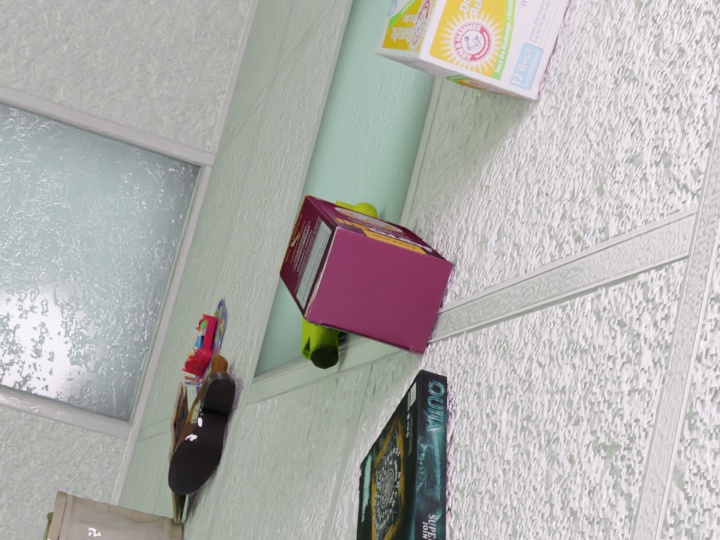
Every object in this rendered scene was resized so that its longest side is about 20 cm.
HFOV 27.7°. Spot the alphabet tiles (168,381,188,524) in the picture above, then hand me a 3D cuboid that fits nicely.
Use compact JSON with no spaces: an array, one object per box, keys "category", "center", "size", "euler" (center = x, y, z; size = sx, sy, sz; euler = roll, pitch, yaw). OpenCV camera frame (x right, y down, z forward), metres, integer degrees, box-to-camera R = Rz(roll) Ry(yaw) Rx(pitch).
[{"category":"alphabet tiles","center":[-0.275,0.279,2.227],"size":[0.167,0.006,0.201],"euler":[-86,-3,-56]}]

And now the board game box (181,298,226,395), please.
[{"category":"board game box","center":[-0.276,0.130,2.520],"size":[0.200,0.039,0.159],"euler":[-123,50,-74]}]

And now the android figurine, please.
[{"category":"android figurine","center":[-0.027,0.008,1.578],"size":[0.201,0.041,0.183],"euler":[-91,21,-53]}]

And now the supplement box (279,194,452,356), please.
[{"category":"supplement box","center":[0.000,0.000,1.306],"size":[0.200,0.110,0.086],"euler":[-133,61,-75]}]

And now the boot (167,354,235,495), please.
[{"category":"boot","center":[-0.242,0.227,2.183],"size":[0.200,0.068,0.190],"euler":[-152,76,-80]}]

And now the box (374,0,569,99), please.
[{"category":"box","center":[0.091,-0.212,1.209],"size":[0.200,0.101,0.113],"euler":[-137,65,-77]}]

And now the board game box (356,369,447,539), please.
[{"category":"board game box","center":[0.029,0.194,1.109],"size":[0.136,0.028,0.201],"euler":[119,162,-45]}]

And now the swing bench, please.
[{"category":"swing bench","center":[-0.391,0.428,2.262],"size":[0.200,0.197,0.131],"euler":[126,157,-57]}]
